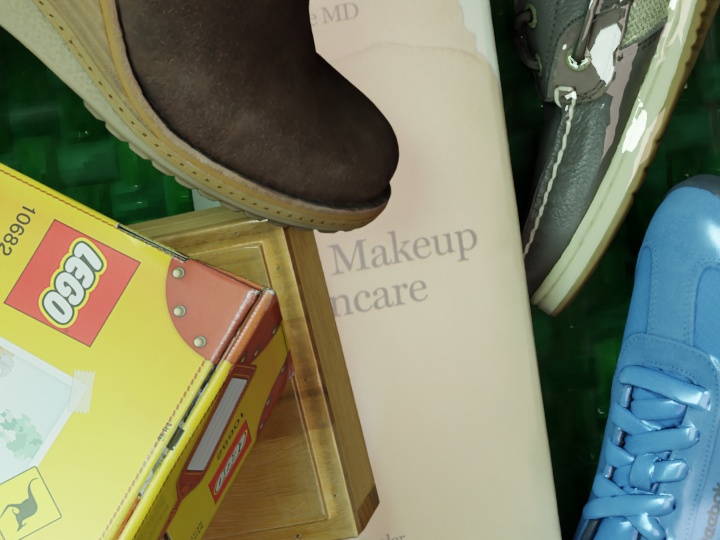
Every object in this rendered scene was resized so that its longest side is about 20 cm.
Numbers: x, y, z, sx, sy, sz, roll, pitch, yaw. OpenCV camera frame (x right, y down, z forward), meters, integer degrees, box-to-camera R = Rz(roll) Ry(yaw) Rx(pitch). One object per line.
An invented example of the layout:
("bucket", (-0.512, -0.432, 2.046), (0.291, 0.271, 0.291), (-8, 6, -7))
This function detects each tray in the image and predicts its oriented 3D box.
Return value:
("tray", (-0.104, 0.045, 0.796), (0.200, 0.037, 0.099), (-11, 101, 13))

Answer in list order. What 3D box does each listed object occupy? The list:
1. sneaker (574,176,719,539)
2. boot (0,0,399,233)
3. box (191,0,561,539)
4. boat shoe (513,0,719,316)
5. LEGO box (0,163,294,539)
("sneaker", (0.105, 0.071, 0.857), (0.078, 0.066, 0.200), (-20, 118, -34))
("boot", (-0.019, -0.110, 0.700), (0.200, 0.072, 0.166), (35, 110, -32))
("box", (0.000, 0.000, 0.837), (0.095, 0.078, 0.200), (-12, 102, -10))
("boat shoe", (0.079, -0.085, 0.853), (0.065, 0.073, 0.200), (21, 96, 0))
("LEGO box", (-0.131, 0.068, 0.701), (0.149, 0.077, 0.200), (27, 73, 12))
